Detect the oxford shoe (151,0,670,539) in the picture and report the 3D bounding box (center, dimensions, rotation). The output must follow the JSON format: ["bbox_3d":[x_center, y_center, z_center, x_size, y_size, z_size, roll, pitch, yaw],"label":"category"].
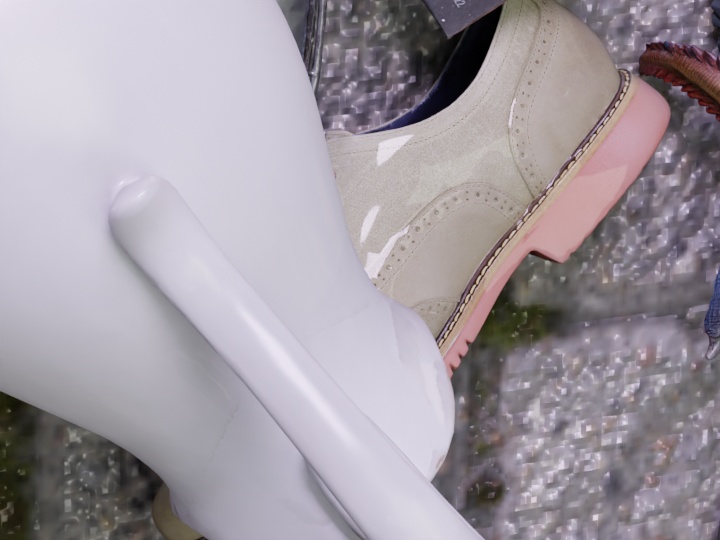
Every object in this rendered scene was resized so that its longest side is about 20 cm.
[{"bbox_3d":[0.000,0.000,0.781,0.074,0.071,0.200,45,76,-15],"label":"oxford shoe"}]

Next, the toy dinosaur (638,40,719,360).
[{"bbox_3d":[0.200,0.011,0.816,0.181,0.105,0.200,10,56,-40],"label":"toy dinosaur"}]

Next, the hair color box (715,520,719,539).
[{"bbox_3d":[0.219,0.088,0.914,0.200,0.065,0.110,5,103,-26],"label":"hair color box"}]

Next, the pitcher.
[{"bbox_3d":[-0.047,-0.009,0.625,0.121,0.172,0.200,-43,122,-8],"label":"pitcher"}]

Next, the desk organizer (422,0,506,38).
[{"bbox_3d":[-0.003,-0.167,0.713,0.072,0.077,0.200,-32,128,6],"label":"desk organizer"}]

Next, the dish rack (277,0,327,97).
[{"bbox_3d":[-0.095,-0.065,0.713,0.200,0.055,0.154,-2,106,-27],"label":"dish rack"}]

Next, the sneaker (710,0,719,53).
[{"bbox_3d":[0.185,-0.063,0.858,0.200,0.078,0.086,48,63,-32],"label":"sneaker"}]
